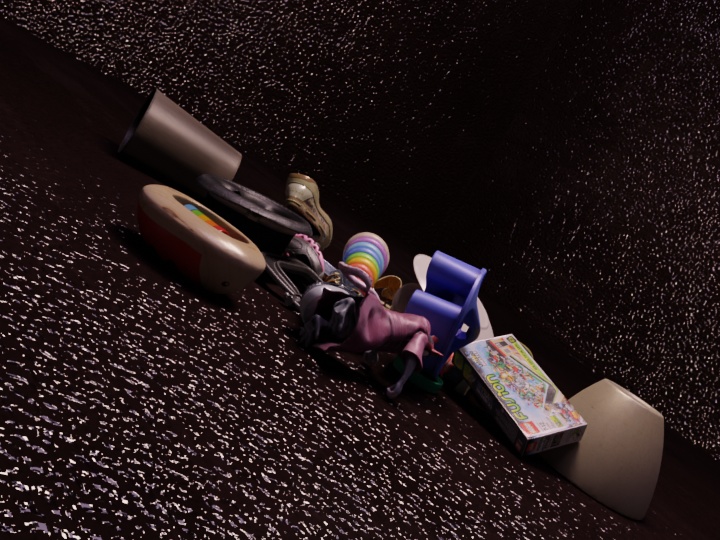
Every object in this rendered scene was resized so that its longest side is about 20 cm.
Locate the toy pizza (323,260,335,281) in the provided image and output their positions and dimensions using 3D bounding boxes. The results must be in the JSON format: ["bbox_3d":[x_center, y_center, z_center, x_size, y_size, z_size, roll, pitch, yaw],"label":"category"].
[{"bbox_3d":[-0.080,-0.006,1.613,0.199,0.032,0.200,39,2,-1],"label":"toy pizza"}]

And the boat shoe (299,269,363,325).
[{"bbox_3d":[-0.041,0.037,1.220,0.092,0.070,0.200,61,10,26],"label":"boat shoe"}]

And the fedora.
[{"bbox_3d":[-0.176,-0.070,1.399,0.197,0.093,0.201,27,8,-4],"label":"fedora"}]

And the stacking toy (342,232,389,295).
[{"bbox_3d":[0.000,0.000,1.518,0.084,0.086,0.200,30,17,-3],"label":"stacking toy"}]

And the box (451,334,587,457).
[{"bbox_3d":[0.228,0.177,1.322,0.108,0.035,0.201,-8,40,-27],"label":"box"}]

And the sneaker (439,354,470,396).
[{"bbox_3d":[0.160,0.138,1.477,0.084,0.075,0.200,41,7,5],"label":"sneaker"}]

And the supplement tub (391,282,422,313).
[{"bbox_3d":[0.132,0.087,1.566,0.106,0.108,0.199,36,3,41],"label":"supplement tub"}]

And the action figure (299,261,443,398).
[{"bbox_3d":[0.026,0.069,1.137,0.197,0.152,0.133,10,11,-33],"label":"action figure"}]

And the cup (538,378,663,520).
[{"bbox_3d":[0.372,0.251,1.356,0.198,0.145,0.200,30,6,-3],"label":"cup"}]

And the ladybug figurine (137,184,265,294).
[{"bbox_3d":[-0.204,-0.036,1.108,0.199,0.073,0.135,36,8,27],"label":"ladybug figurine"}]

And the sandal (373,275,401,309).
[{"bbox_3d":[0.049,0.044,1.592,0.077,0.071,0.211,32,6,12],"label":"sandal"}]

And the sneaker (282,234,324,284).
[{"bbox_3d":[-0.147,-0.038,1.488,0.199,0.080,0.095,38,36,18],"label":"sneaker"}]

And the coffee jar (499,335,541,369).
[{"bbox_3d":[0.246,0.174,1.518,0.084,0.105,0.200,33,7,1],"label":"coffee jar"}]

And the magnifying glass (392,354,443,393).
[{"bbox_3d":[0.080,0.140,1.373,0.079,0.023,0.200,31,8,-8],"label":"magnifying glass"}]

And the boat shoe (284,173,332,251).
[{"bbox_3d":[-0.097,-0.085,1.557,0.072,0.064,0.201,9,-29,18],"label":"boat shoe"}]

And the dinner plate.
[{"bbox_3d":[0.162,0.048,1.502,0.199,0.024,0.201,41,22,-20],"label":"dinner plate"}]

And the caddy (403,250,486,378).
[{"bbox_3d":[0.121,0.066,1.277,0.103,0.143,0.201,27,-24,9],"label":"caddy"}]

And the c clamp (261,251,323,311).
[{"bbox_3d":[-0.079,0.035,1.350,0.171,0.027,0.199,44,12,15],"label":"c clamp"}]

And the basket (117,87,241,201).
[{"bbox_3d":[-0.332,-0.224,1.690,0.198,0.137,0.181,33,9,-21],"label":"basket"}]
